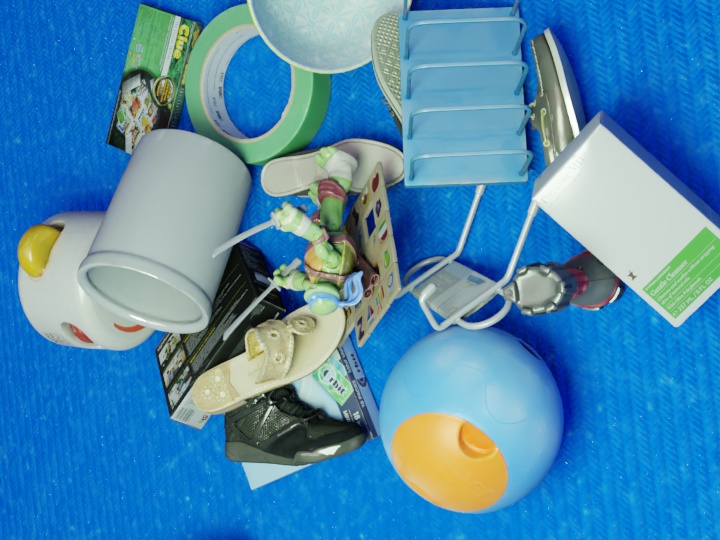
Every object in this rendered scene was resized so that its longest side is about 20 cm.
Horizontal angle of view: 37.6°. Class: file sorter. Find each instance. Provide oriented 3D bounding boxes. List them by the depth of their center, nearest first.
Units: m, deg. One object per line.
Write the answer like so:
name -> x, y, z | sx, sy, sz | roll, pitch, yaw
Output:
file sorter -> 0.114, -0.203, 1.136 | 0.137, 0.123, 0.202 | -2, 82, 0

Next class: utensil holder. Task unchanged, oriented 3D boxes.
utensil holder -> -0.238, -0.050, 1.314 | 0.168, 0.170, 0.202 | 0, 60, 29

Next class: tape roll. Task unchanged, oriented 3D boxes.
tape roll -> -0.133, -0.237, 1.356 | 0.199, 0.048, 0.203 | 1, 92, 29

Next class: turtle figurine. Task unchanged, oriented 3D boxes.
turtle figurine -> -0.077, -0.042, 1.198 | 0.198, 0.144, 0.195 | -6, 47, 23

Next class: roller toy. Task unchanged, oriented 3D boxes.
roller toy -> -0.358, 0.013, 1.411 | 0.139, 0.200, 0.184 | 3, 107, 29

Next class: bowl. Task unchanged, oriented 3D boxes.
bowl -> -0.045, -0.343, 1.256 | 0.202, 0.198, 0.108 | -69, 21, 13

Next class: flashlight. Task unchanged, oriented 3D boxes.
flashlight -> 0.218, 0.014, 1.084 | 0.068, 0.200, 0.068 | 39, 108, 20

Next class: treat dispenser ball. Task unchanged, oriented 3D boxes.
treat dispenser ball -> 0.120, 0.159, 1.145 | 0.199, 0.200, 0.203 | 1, 93, 29

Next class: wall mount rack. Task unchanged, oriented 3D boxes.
wall mount rack -> 0.115, -0.017, 1.176 | 0.173, 0.075, 0.200 | -36, 27, -11

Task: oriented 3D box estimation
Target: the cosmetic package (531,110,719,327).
cosmetic package -> 0.282, -0.054, 1.076 | 0.200, 0.085, 0.108 | 39, 112, -3

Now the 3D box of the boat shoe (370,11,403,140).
boat shoe -> 0.061, -0.202, 1.232 | 0.074, 0.062, 0.202 | -22, 89, -10

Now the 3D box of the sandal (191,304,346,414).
sandal -> -0.113, 0.100, 1.237 | 0.211, 0.070, 0.078 | -32, 67, 5

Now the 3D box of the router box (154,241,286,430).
router box -> -0.184, 0.078, 1.348 | 0.201, 0.051, 0.150 | -53, 33, 17

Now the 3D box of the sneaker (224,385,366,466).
sneaker -> -0.087, 0.174, 1.280 | 0.198, 0.076, 0.116 | -3, 98, 34

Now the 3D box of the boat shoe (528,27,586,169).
boat shoe -> 0.215, -0.161, 1.152 | 0.060, 0.072, 0.204 | -16, 88, 23

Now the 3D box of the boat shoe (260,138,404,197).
boat shoe -> -0.027, -0.125, 1.304 | 0.198, 0.057, 0.068 | -4, 93, 24

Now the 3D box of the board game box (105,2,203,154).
board game box -> -0.285, -0.255, 1.453 | 0.104, 0.023, 0.202 | 24, 104, 28

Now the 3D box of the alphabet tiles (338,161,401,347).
alphabet tiles -> 0.000, 0.000, 1.235 | 0.200, 0.007, 0.169 | 122, 147, -53

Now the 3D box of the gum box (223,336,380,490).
gum box -> -0.084, 0.164, 1.347 | 0.199, 0.044, 0.171 | -28, 79, 28
